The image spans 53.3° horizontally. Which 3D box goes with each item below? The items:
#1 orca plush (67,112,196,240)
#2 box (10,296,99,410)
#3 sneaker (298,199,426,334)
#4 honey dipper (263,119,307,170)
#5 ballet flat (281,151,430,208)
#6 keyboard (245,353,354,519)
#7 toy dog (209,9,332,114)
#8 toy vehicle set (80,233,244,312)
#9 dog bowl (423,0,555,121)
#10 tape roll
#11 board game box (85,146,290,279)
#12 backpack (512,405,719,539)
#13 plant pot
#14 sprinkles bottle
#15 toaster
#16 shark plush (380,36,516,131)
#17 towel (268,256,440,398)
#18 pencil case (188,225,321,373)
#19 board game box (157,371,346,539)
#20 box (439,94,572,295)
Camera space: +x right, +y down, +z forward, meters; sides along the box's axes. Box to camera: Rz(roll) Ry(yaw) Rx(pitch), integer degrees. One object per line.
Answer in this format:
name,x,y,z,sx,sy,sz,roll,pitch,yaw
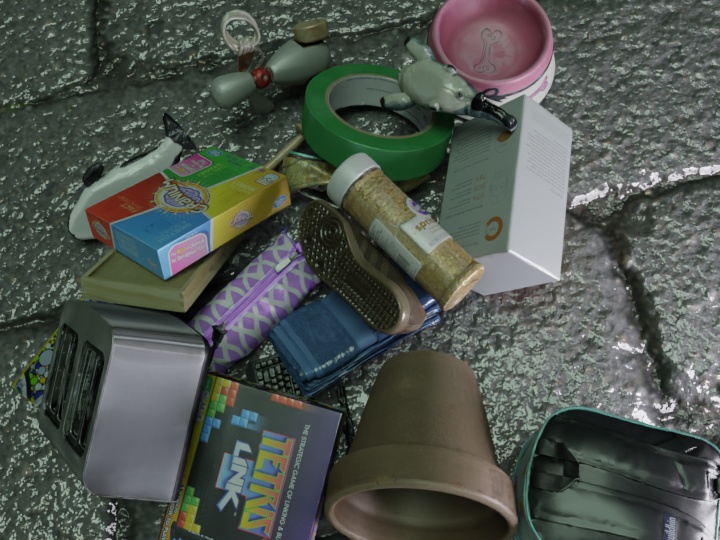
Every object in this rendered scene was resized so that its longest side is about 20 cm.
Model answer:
orca plush,-0.313,-0.127,0.959,0.201,0.105,0.071,-54,33,8
box,-0.326,0.084,0.884,0.069,0.064,0.201,30,74,14
sneaker,0.000,0.000,0.834,0.071,0.075,0.201,-48,60,19
honey dipper,-0.117,-0.149,0.977,0.200,0.038,0.038,-44,73,-11
ballet flat,-0.008,-0.113,0.947,0.196,0.071,0.072,7,69,3
keyboard,-0.061,0.190,0.854,0.125,0.021,0.203,-15,70,-3
toy dog,-0.120,-0.283,0.993,0.197,0.096,0.134,-5,107,-29
toy vehicle set,-0.231,-0.019,0.870,0.122,0.027,0.201,8,29,9
dog bowl,0.180,-0.310,1.003,0.196,0.074,0.204,-1,69,3
tape roll,0.022,-0.197,0.935,0.196,0.049,0.203,7,45,-7
board game box,-0.207,-0.078,0.876,0.152,0.041,0.199,24,45,34
backpack,0.254,0.241,0.746,0.197,0.154,0.178,18,68,-1
plant pot,0.069,0.187,0.772,0.196,0.202,0.177,5,53,5
sprinkles bottle,0.049,-0.046,0.817,0.068,0.068,0.200,-41,74,-12
toaster,-0.252,0.126,0.770,0.180,0.117,0.204,15,92,50
shark plush,0.116,-0.225,0.880,0.198,0.083,0.092,21,98,42
towel,-0.006,0.063,0.868,0.198,0.049,0.112,-31,47,-14
pencil case,-0.133,0.043,0.878,0.084,0.085,0.200,44,78,-3
board game box,-0.119,0.232,0.795,0.162,0.057,0.204,14,85,7
box,0.175,-0.087,0.875,0.097,0.124,0.203,24,67,-32
